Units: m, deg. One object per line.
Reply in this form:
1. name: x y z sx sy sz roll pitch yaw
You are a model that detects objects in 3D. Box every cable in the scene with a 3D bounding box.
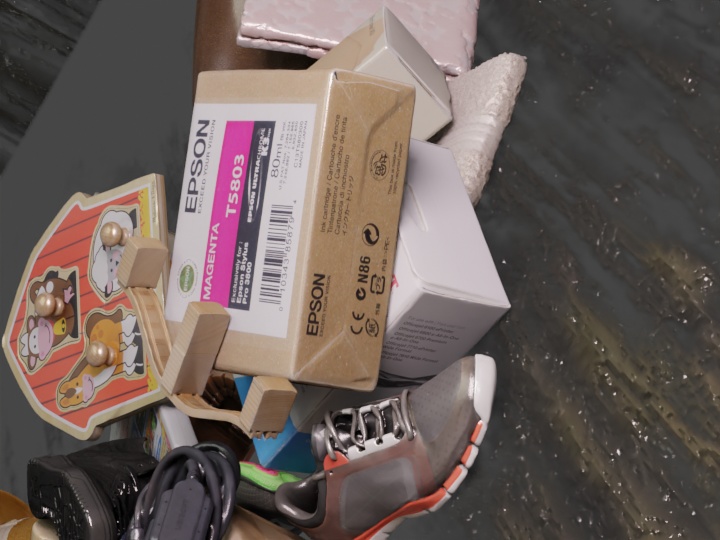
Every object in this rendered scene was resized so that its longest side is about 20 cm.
1. cable: -0.131 0.197 1.424 0.200 0.050 0.164 -83 18 -59

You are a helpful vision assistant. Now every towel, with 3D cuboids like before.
1. towel: 0.004 -0.230 1.785 0.201 0.189 0.032 -81 2 -45
2. towel: 0.053 -0.085 1.670 0.200 0.034 0.133 -24 42 62

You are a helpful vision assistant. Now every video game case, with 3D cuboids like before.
1. video game case: -0.166 0.160 1.735 0.182 0.024 0.201 -117 31 -51

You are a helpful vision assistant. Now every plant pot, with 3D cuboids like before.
1. plant pot: -0.068 -0.134 1.888 0.187 0.186 0.202 -178 101 -70

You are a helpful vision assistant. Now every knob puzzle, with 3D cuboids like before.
1. knob puzzle: -0.221 0.034 1.714 0.219 0.030 0.222 -11 74 44

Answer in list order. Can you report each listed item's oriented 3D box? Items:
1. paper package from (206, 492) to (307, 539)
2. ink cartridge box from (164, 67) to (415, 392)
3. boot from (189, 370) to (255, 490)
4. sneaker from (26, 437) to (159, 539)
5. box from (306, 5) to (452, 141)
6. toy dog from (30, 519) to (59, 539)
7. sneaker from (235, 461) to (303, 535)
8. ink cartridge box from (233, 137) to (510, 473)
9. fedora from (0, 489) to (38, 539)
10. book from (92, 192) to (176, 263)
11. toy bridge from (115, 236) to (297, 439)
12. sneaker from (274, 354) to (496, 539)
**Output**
1. paper package: -0.088 0.271 1.425 0.201 0.103 0.191 -62 18 3
2. ink cartridge box: -0.050 -0.029 1.453 0.164 0.075 0.202 5 87 53
3. boot: -0.097 0.113 1.762 0.107 0.075 0.200 -50 0 -41
4. sneaker: -0.174 0.160 1.577 0.200 0.103 0.061 -158 69 -66
5. box: -0.031 -0.096 1.657 0.200 0.078 0.095 -39 21 15
6. toy dog: -0.193 0.253 1.550 0.201 0.095 0.133 -90 4 -52
7. sneaker: -0.081 0.198 1.577 0.200 0.076 0.084 126 159 -55
8. ink cartridge box: -0.003 0.024 1.511 0.200 0.083 0.146 -49 45 35
9. fedora: -0.231 0.240 1.711 0.081 0.201 0.201 -26 28 12
10. book: -0.163 0.041 1.807 0.134 0.199 0.048 -54 19 22
11. toy bridge: -0.108 0.052 1.430 0.200 0.027 0.068 44 121 45
12. sneaker: 0.011 0.116 1.409 0.200 0.082 0.077 -49 22 35
